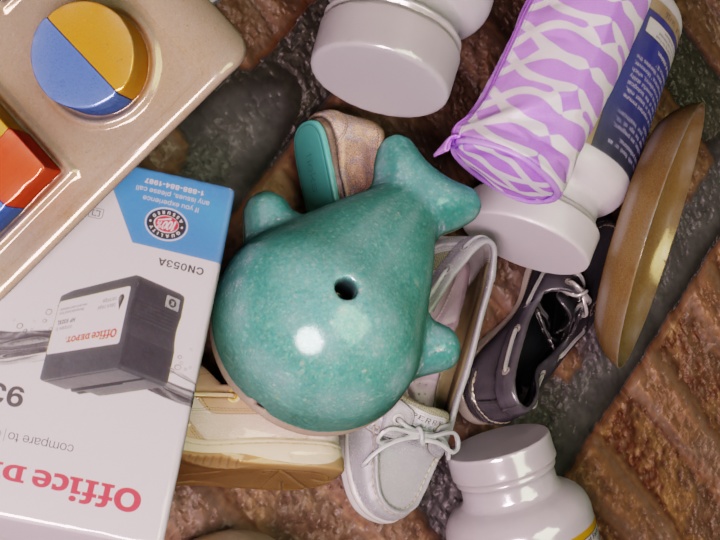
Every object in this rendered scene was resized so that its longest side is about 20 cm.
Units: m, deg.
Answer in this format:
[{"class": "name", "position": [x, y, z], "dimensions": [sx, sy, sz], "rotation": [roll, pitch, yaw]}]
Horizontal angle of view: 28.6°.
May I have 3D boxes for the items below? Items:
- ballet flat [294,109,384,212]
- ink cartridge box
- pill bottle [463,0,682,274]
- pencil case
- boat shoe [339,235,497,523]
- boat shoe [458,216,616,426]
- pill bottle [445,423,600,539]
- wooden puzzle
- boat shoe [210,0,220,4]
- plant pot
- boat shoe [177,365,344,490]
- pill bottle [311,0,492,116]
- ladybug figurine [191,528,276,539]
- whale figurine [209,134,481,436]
[{"class": "ballet flat", "position": [0.003, -0.006, 0.928], "dimensions": [0.067, 0.068, 0.202], "rotation": [-4, 91, -36]}, {"class": "ink cartridge box", "position": [-0.158, 0.045, 0.756], "dimensions": [0.144, 0.084, 0.201], "rotation": [13, 68, -8]}, {"class": "pill bottle", "position": [0.147, -0.107, 1.000], "dimensions": [0.115, 0.115, 0.201], "rotation": [30, 72, -29]}, {"class": "pencil case", "position": [0.127, -0.142, 0.907], "dimensions": [0.085, 0.084, 0.201], "rotation": [29, 74, -14]}, {"class": "boat shoe", "position": [0.042, 0.070, 0.950], "dimensions": [0.074, 0.065, 0.203], "rotation": [28, 73, -30]}, {"class": "boat shoe", "position": [0.145, 0.034, 1.023], "dimensions": [0.073, 0.063, 0.200], "rotation": [51, 62, -19]}, {"class": "pill bottle", "position": [0.119, 0.212, 0.973], "dimensions": [0.104, 0.104, 0.201], "rotation": [-20, 98, -33]}, {"class": "wooden puzzle", "position": [-0.187, -0.109, 0.700], "dimensions": [0.200, 0.046, 0.185], "rotation": [-43, 85, 0]}, {"class": "boat shoe", "position": [-0.118, -0.183, 0.851], "dimensions": [0.200, 0.072, 0.068], "rotation": [-37, 102, -26]}, {"class": "plant pot", "position": [0.207, -0.028, 1.028], "dimensions": [0.200, 0.027, 0.201], "rotation": [19, 90, -73]}, {"class": "boat shoe", "position": [-0.105, 0.089, 0.853], "dimensions": [0.199, 0.074, 0.070], "rotation": [10, 62, -26]}, {"class": "pill bottle", "position": [0.036, -0.208, 0.912], "dimensions": [0.114, 0.114, 0.201], "rotation": [27, 68, -30]}, {"class": "ladybug figurine", "position": [-0.096, 0.247, 0.845], "dimensions": [0.136, 0.072, 0.200], "rotation": [48, 64, -23]}, {"class": "whale figurine", "position": [0.000, 0.000, 0.834], "dimensions": [0.159, 0.104, 0.200], "rotation": [39, 66, 1]}]
